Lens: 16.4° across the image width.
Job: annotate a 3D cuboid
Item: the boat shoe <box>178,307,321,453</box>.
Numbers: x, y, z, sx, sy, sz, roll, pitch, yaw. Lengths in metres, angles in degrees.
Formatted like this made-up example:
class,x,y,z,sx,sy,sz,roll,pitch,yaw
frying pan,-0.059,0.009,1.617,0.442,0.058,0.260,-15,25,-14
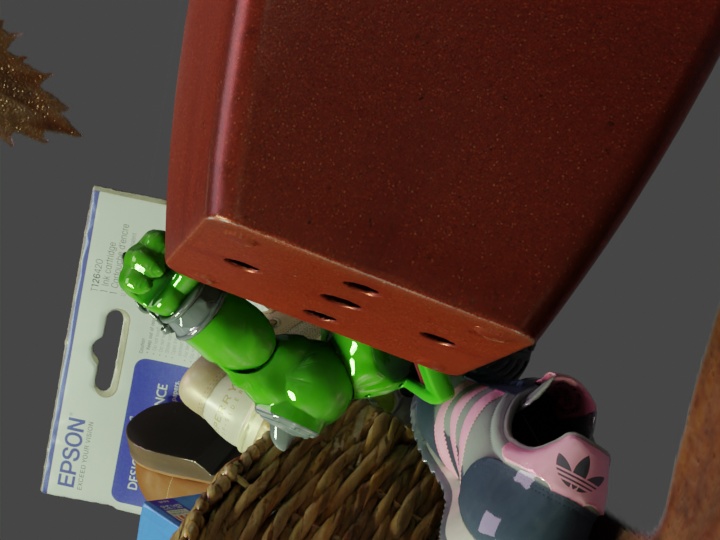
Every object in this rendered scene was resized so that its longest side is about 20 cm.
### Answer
class,x,y,z,sx,sy,sz,roll,pitch,yaw
boat shoe,-0.030,0.039,1.291,0.200,0.065,0.072,-38,-25,-62

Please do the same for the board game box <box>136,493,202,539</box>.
class,x,y,z,sx,sy,sz,roll,pitch,yaw
board game box,-0.057,0.207,1.269,0.045,0.152,0.201,28,114,41

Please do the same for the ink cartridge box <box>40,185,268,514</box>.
class,x,y,z,sx,sy,sz,roll,pitch,yaw
ink cartridge box,-0.072,0.057,1.461,0.047,0.199,0.199,-70,-7,-70

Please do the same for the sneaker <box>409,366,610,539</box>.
class,x,y,z,sx,sy,sz,roll,pitch,yaw
sneaker,0.073,0.074,1.101,0.082,0.070,0.200,-56,18,15

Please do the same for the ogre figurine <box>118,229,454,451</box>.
class,x,y,z,sx,sy,sz,roll,pitch,yaw
ogre figurine,0.000,0.000,1.119,0.098,0.200,0.120,0,116,51

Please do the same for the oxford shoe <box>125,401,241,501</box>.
class,x,y,z,sx,sy,sz,roll,pitch,yaw
oxford shoe,-0.042,0.133,1.404,0.071,0.199,0.072,-35,-49,-42

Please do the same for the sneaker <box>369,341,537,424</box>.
class,x,y,z,sx,sy,sz,roll,pitch,yaw
sneaker,0.039,0.028,1.256,0.200,0.077,0.085,119,166,-55

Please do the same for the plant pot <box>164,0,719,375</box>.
class,x,y,z,sx,sy,sz,roll,pitch,yaw
plant pot,0.020,-0.067,0.996,0.200,0.199,0.177,144,145,-75

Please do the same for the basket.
class,x,y,z,sx,sy,sz,roll,pitch,yaw
basket,-0.035,0.175,1.167,0.200,0.142,0.149,-57,-4,-33
